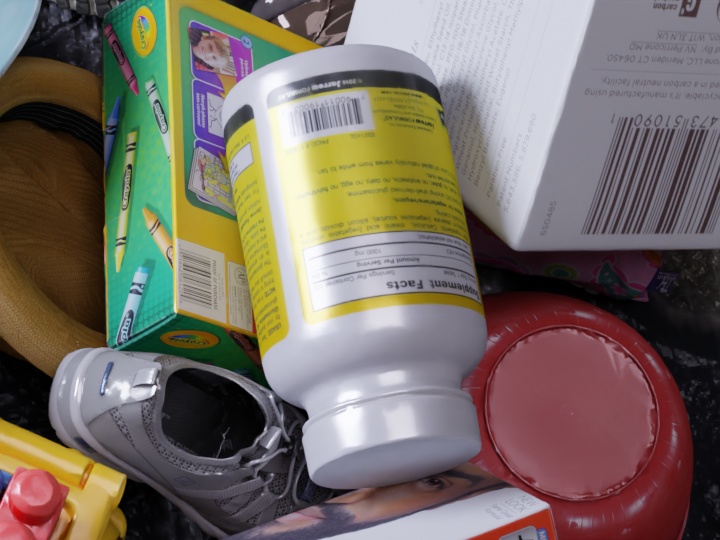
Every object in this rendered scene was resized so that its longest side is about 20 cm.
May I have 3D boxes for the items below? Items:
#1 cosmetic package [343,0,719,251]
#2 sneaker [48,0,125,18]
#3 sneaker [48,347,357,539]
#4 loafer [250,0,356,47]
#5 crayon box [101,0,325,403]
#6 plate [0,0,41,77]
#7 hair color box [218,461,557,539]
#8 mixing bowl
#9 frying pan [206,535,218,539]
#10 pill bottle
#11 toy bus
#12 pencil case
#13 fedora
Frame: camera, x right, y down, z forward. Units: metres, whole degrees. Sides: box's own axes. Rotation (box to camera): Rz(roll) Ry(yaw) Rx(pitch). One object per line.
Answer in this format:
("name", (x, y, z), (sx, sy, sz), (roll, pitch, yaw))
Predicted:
("cosmetic package", (0.116, -0.127, 1.269), (0.165, 0.165, 0.200), (-1, 30, -33))
("sneaker", (-0.103, -0.195, 1.378), (0.199, 0.089, 0.079), (-4, 114, 1))
("sneaker", (-0.058, 0.094, 1.211), (0.200, 0.082, 0.075), (23, 70, -38))
("loafer", (0.038, -0.145, 1.393), (0.200, 0.073, 0.071), (-17, 79, -8))
("crayon box", (-0.072, -0.042, 1.272), (0.119, 0.058, 0.200), (21, 55, -40))
("plate", (-0.251, -0.100, 1.249), (0.200, 0.200, 0.026), (-52, 125, -23))
("hair color box", (-0.014, 0.158, 1.158), (0.200, 0.111, 0.064), (-17, 105, -20))
("mixing bowl", (0.098, 0.091, 1.296), (0.200, 0.108, 0.201), (4, 71, -11))
("frying pan", (-0.005, 0.194, 1.276), (0.190, 0.031, 0.115), (24, 68, -11))
("pill bottle", (0.000, 0.000, 1.193), (0.112, 0.112, 0.200), (-5, 71, -14))
("toy bus", (-0.191, 0.164, 1.159), (0.135, 0.192, 0.200), (25, 68, -5))
("pencil case", (0.076, -0.034, 1.350), (0.200, 0.087, 0.088), (10, 69, -10))
("fedora", (-0.163, -0.013, 1.269), (0.200, 0.082, 0.201), (26, 51, -37))
